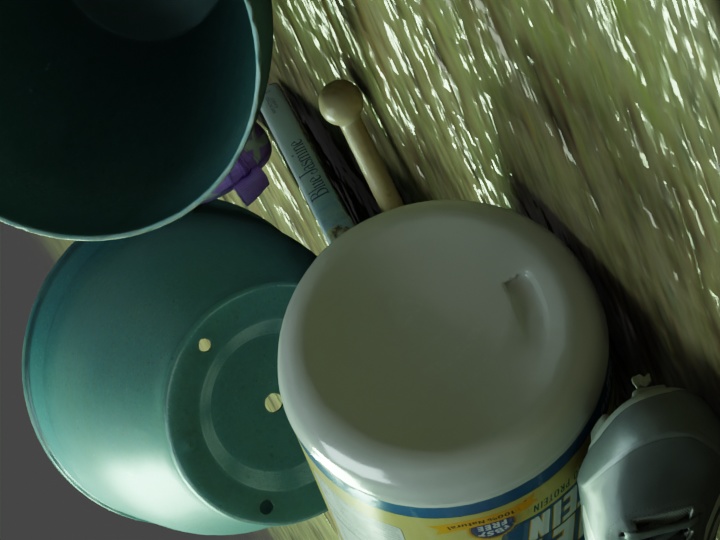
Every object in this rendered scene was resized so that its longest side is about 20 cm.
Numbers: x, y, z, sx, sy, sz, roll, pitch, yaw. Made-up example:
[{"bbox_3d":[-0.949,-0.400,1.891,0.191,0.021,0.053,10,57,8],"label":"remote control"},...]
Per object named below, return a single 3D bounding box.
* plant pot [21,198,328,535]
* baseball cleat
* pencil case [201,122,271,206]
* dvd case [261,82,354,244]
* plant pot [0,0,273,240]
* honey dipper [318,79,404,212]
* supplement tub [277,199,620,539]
[{"bbox_3d":[-0.075,0.062,1.387,0.201,0.200,0.188,57,164,-17],"label":"plant pot"},{"bbox_3d":[0.132,0.138,1.022,0.201,0.069,0.107,86,169,-49],"label":"baseball cleat"},{"bbox_3d":[-0.122,-0.129,1.390,0.085,0.084,0.201,13,143,44],"label":"pencil case"},{"bbox_3d":[0.000,0.000,1.296,0.143,0.017,0.200,63,179,-35],"label":"dvd case"},{"bbox_3d":[-0.127,-0.135,1.180,0.201,0.199,0.135,58,-154,-17],"label":"plant pot"},{"bbox_3d":[0.025,-0.010,1.225,0.201,0.038,0.038,62,167,-26],"label":"honey dipper"},{"bbox_3d":[0.049,0.076,1.096,0.145,0.144,0.200,48,168,31],"label":"supplement tub"}]
